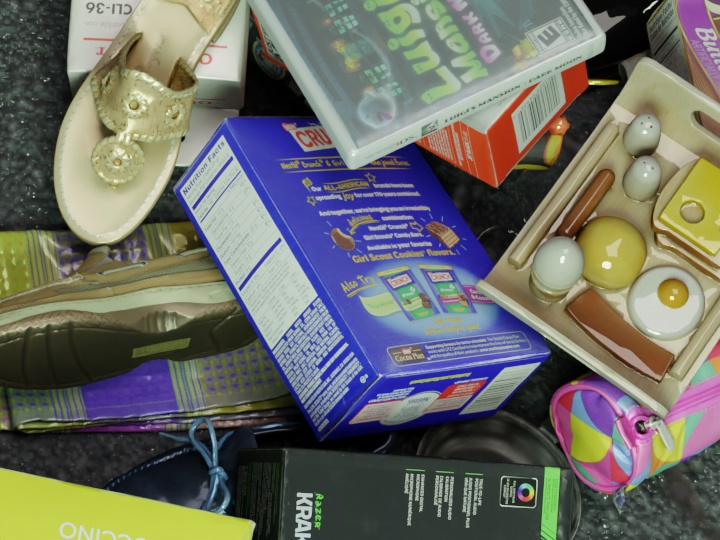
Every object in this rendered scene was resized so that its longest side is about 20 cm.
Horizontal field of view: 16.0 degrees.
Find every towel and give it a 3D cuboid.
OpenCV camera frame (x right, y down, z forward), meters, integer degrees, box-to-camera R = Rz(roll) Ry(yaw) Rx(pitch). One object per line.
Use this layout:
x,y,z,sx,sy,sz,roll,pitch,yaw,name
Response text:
-0.138,0.033,1.625,0.199,0.023,0.144,-2,66,-17,towel

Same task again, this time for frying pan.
0.095,0.113,1.648,0.114,0.031,0.191,25,49,-6,frying pan

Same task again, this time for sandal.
-0.134,-0.123,1.589,0.077,0.070,0.213,25,77,3,sandal

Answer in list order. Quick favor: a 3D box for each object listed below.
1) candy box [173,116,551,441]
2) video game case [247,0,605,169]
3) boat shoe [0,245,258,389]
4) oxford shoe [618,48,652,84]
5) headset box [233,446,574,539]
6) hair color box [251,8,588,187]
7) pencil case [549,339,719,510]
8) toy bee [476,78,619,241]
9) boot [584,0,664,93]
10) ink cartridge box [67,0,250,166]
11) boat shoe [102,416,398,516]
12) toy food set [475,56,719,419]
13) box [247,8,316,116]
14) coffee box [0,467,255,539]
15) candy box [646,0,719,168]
0.000,0.000,1.601,0.169,0.077,0.201,-4,56,-48,candy box
0.027,-0.179,1.594,0.181,0.023,0.201,-26,65,-12,video game case
-0.158,0.021,1.582,0.199,0.072,0.076,-6,54,-29,boat shoe
0.200,-0.061,1.746,0.057,0.075,0.201,-1,69,9,oxford shoe
0.028,0.197,1.513,0.199,0.093,0.175,6,84,-21,headset box
0.037,-0.146,1.645,0.200,0.061,0.102,32,67,28,hair color box
0.216,0.079,1.656,0.199,0.088,0.089,-24,73,-34,pencil case
0.114,-0.108,1.692,0.130,0.109,0.201,-21,83,-18,toy bee
0.203,-0.206,1.763,0.210,0.158,0.080,-18,70,-23,boot
-0.130,-0.173,1.672,0.116,0.068,0.201,3,77,-1,ink cartridge box
-0.072,0.120,1.574,0.199,0.069,0.084,-21,72,-23,boat shoe
0.182,-0.022,1.598,0.143,0.060,0.200,34,69,9,toy food set
-0.032,-0.211,1.763,0.200,0.044,0.160,45,62,9,box
-0.183,0.240,1.409,0.199,0.198,0.201,13,62,-10,coffee box
0.269,-0.088,1.704,0.116,0.056,0.201,-2,70,-17,candy box
